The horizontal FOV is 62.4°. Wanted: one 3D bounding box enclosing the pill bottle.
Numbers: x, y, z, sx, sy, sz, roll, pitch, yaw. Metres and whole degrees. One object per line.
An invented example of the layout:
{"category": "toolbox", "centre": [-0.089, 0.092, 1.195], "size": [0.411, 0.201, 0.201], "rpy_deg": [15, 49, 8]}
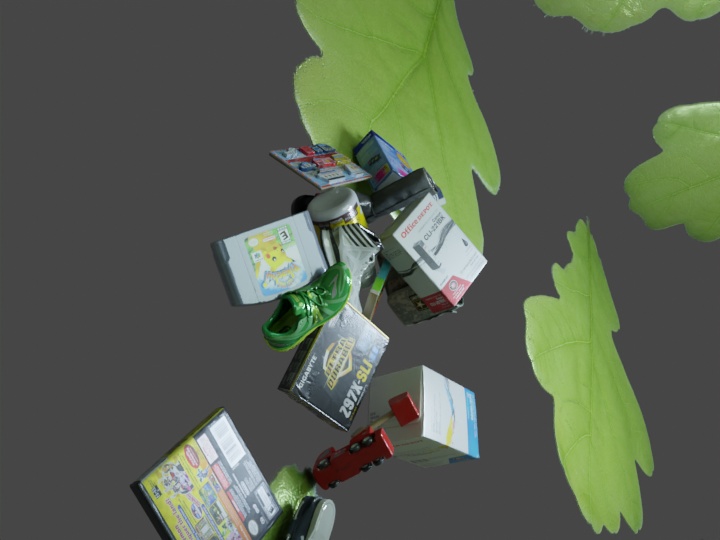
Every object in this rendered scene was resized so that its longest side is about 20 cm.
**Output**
{"category": "pill bottle", "centre": [-0.030, -0.060, 1.226], "size": [0.203, 0.107, 0.110], "rpy_deg": [68, 31, -33]}

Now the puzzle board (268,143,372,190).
{"category": "puzzle board", "centre": [-0.080, -0.229, 1.277], "size": [0.150, 0.018, 0.199], "rpy_deg": [35, 31, 20]}

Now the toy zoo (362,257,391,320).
{"category": "toy zoo", "centre": [0.042, 0.029, 1.291], "size": [0.020, 0.133, 0.201], "rpy_deg": [21, 42, 4]}

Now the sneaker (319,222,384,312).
{"category": "sneaker", "centre": [0.000, 0.000, 1.157], "size": [0.076, 0.113, 0.204], "rpy_deg": [-101, 175, -60]}

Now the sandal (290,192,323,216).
{"category": "sandal", "centre": [-0.079, -0.136, 1.278], "size": [0.199, 0.045, 0.076], "rpy_deg": [-25, 93, -54]}

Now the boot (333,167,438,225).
{"category": "boot", "centre": [0.058, -0.172, 1.321], "size": [0.181, 0.197, 0.074], "rpy_deg": [17, 59, -61]}

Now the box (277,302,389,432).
{"category": "box", "centre": [-0.045, 0.172, 1.113], "size": [0.160, 0.049, 0.202], "rpy_deg": [43, 62, -32]}

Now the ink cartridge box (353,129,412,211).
{"category": "ink cartridge box", "centre": [0.065, -0.252, 1.464], "size": [0.135, 0.076, 0.202], "rpy_deg": [28, 27, -42]}

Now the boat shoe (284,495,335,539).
{"category": "boat shoe", "centre": [-0.104, 0.449, 0.930], "size": [0.075, 0.061, 0.202], "rpy_deg": [57, 43, -40]}

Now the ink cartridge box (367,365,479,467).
{"category": "ink cartridge box", "centre": [0.130, 0.308, 1.235], "size": [0.199, 0.146, 0.147], "rpy_deg": [32, 49, -39]}

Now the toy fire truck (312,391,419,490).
{"category": "toy fire truck", "centre": [0.011, 0.306, 1.076], "size": [0.049, 0.198, 0.141], "rpy_deg": [59, 9, -6]}

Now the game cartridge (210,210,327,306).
{"category": "game cartridge", "centre": [-0.156, -0.016, 1.063], "size": [0.198, 0.040, 0.136], "rpy_deg": [-23, 99, -31]}

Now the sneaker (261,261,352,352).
{"category": "sneaker", "centre": [-0.091, 0.063, 1.046], "size": [0.074, 0.200, 0.084], "rpy_deg": [42, -8, 27]}

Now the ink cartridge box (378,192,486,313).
{"category": "ink cartridge box", "centre": [0.148, -0.037, 1.249], "size": [0.200, 0.083, 0.145], "rpy_deg": [47, 62, -8]}

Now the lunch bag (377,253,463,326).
{"category": "lunch bag", "centre": [0.140, 0.018, 1.382], "size": [0.116, 0.162, 0.204], "rpy_deg": [-1, 72, -49]}

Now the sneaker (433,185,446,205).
{"category": "sneaker", "centre": [0.169, -0.199, 1.612], "size": [0.086, 0.074, 0.200], "rpy_deg": [67, 26, -4]}

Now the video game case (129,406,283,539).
{"category": "video game case", "centre": [-0.217, 0.338, 0.876], "size": [0.180, 0.025, 0.203], "rpy_deg": [-39, 105, -53]}
